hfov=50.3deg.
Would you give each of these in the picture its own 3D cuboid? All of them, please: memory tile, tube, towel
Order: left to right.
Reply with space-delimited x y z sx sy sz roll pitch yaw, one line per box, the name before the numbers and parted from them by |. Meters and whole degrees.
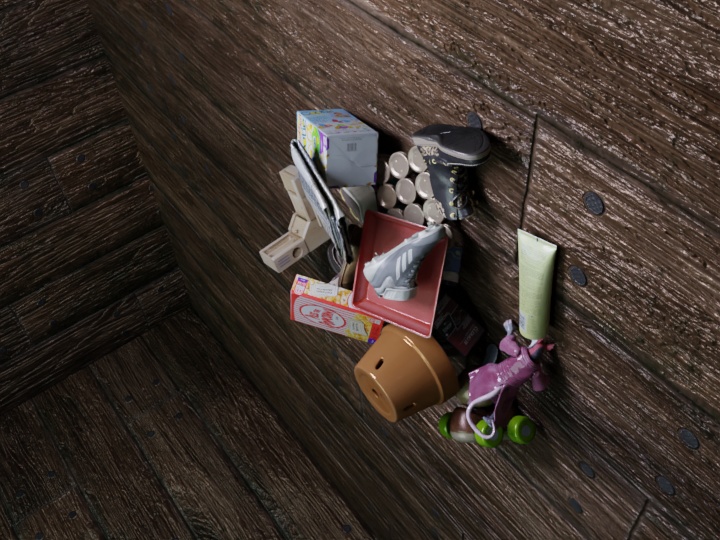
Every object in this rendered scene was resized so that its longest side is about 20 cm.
towel | -0.075 -0.123 1.463 0.201 0.034 0.193 58 170 25
memory tile | 0.097 -0.127 1.444 0.153 0.017 0.201 -13 97 45
tube | 0.294 0.026 1.280 0.052 0.058 0.201 -80 -16 -52

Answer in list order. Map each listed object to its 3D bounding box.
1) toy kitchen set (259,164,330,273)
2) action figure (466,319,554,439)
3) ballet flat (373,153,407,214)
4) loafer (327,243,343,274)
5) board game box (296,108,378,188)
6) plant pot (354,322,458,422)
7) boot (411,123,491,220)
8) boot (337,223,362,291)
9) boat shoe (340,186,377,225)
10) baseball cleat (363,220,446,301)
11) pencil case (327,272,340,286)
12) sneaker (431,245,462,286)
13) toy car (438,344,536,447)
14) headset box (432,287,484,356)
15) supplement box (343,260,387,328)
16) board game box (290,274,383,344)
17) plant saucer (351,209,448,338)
toy kitchen set | -0.162 -0.117 1.894 0.163 0.180 0.201 30 149 48
action figure | 0.268 0.184 1.395 0.134 0.149 0.200 45 124 11
ballet flat | 0.059 -0.135 1.539 0.071 0.069 0.201 -124 22 -79
loafer | 0.000 0.003 1.861 0.200 0.073 0.071 48 151 6
board game box | -0.049 -0.242 1.505 0.200 0.104 0.104 -130 37 -58
plant pot | 0.081 0.210 1.553 0.200 0.140 0.201 47 159 25
boot | 0.164 -0.159 1.279 0.200 0.073 0.151 29 143 58
boot | 0.000 0.000 1.588 0.075 0.074 0.201 18 133 13
boat shoe | 0.016 -0.132 1.643 0.200 0.072 0.060 54 164 22
baseball cleat | 0.094 -0.010 1.384 0.200 0.070 0.107 -30 90 44
pencil case | -0.020 0.038 1.761 0.089 0.200 0.078 36 160 36
sneaker | 0.145 -0.035 1.508 0.200 0.075 0.078 40 115 58
toy car | 0.256 0.251 1.585 0.164 0.157 0.202 -8 83 63
headset box | 0.150 0.100 1.576 0.200 0.075 0.149 43 163 -9
supplement box | 0.066 0.032 1.686 0.201 0.110 0.086 59 158 0
board game box | -0.047 0.085 1.617 0.199 0.047 0.152 17 155 3
plant saucer | 0.079 0.002 1.454 0.199 0.037 0.201 21 109 38
